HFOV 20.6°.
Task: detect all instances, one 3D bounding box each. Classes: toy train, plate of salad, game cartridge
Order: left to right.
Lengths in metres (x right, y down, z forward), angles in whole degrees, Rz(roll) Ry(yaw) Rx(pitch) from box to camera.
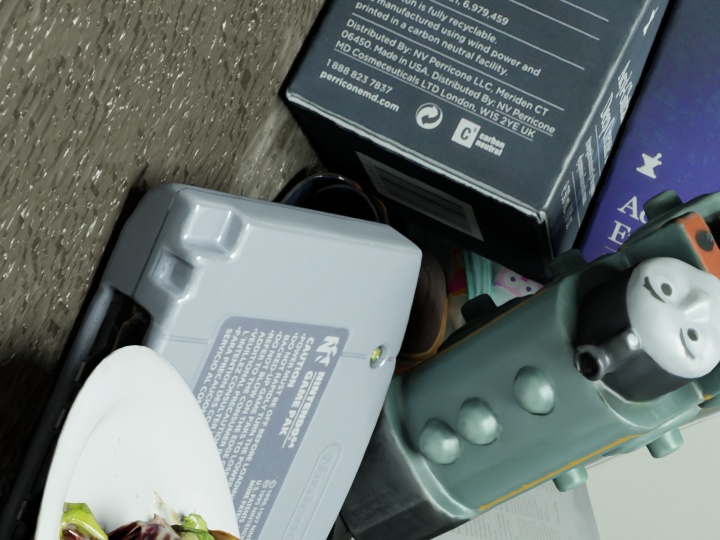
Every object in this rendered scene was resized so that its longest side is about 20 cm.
[{"bbox_3d":[-0.047,0.120,0.550,0.200,0.048,0.201,-4,90,-78],"label":"plate of salad"},{"bbox_3d":[-0.055,0.071,0.659,0.133,0.041,0.200,12,107,-50],"label":"game cartridge"},{"bbox_3d":[0.071,0.040,0.706,0.114,0.085,0.200,-25,175,-42],"label":"toy train"}]

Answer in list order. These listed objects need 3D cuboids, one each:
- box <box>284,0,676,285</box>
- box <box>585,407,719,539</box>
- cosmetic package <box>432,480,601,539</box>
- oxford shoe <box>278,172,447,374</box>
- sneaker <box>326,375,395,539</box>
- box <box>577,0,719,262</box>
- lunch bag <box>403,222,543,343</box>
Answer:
[{"bbox_3d":[0.071,-0.113,0.767,0.200,0.107,0.148,-64,168,-5],"label":"box"},{"bbox_3d":[0.151,0.082,1.088,0.128,0.109,0.200,-25,-153,12],"label":"box"},{"bbox_3d":[0.053,0.123,0.789,0.200,0.082,0.051,-91,-164,-68],"label":"cosmetic package"},{"bbox_3d":[0.000,0.000,0.790,0.200,0.071,0.073,-24,135,-72],"label":"oxford shoe"},{"bbox_3d":[-0.040,0.091,0.791,0.200,0.075,0.085,-59,168,-28],"label":"sneaker"},{"bbox_3d":[0.184,-0.053,0.765,0.104,0.148,0.200,-48,160,-51],"label":"box"},{"bbox_3d":[0.052,0.034,0.969,0.200,0.077,0.161,108,-18,-44],"label":"lunch bag"}]
